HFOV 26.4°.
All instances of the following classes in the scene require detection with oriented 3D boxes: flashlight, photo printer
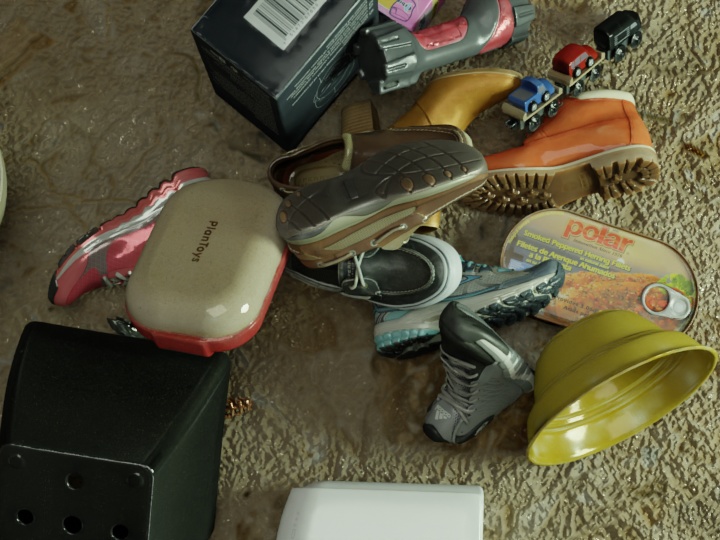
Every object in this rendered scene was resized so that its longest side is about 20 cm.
[{"bbox_3d":[0.081,-0.233,1.495,0.199,0.068,0.068,-20,54,-36],"label":"flashlight"},{"bbox_3d":[0.016,0.284,1.452,0.198,0.069,0.168,2,80,1],"label":"photo printer"}]

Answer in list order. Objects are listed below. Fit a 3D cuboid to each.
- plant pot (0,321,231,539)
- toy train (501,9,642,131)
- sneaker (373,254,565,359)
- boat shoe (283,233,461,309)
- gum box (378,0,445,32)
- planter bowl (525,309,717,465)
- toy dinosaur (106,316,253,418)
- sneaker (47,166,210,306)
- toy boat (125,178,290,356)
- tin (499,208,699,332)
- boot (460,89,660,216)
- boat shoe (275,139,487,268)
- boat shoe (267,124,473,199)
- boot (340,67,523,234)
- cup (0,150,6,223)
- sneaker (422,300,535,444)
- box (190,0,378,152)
[{"bbox_3d":[-0.235,0.183,1.380,0.197,0.178,0.202,9,111,2],"label":"plant pot"},{"bbox_3d":[0.210,-0.200,1.511,0.034,0.046,0.200,30,57,36],"label":"toy train"},{"bbox_3d":[0.097,0.015,1.475,0.198,0.078,0.087,-19,72,16],"label":"sneaker"},{"bbox_3d":[0.000,0.000,1.455,0.198,0.071,0.073,2,92,36],"label":"boat shoe"},{"bbox_3d":[0.001,-0.330,1.557,0.199,0.066,0.114,35,81,6],"label":"gum box"},{"bbox_3d":[0.225,0.095,1.430,0.199,0.201,0.084,-26,64,-4],"label":"planter bowl"},{"bbox_3d":[-0.208,0.112,1.489,0.198,0.102,0.137,6,95,-16],"label":"toy dinosaur"},{"bbox_3d":[-0.214,-0.016,1.505,0.199,0.074,0.087,-36,83,-5],"label":"sneaker"},{"bbox_3d":[-0.133,0.012,1.435,0.129,0.131,0.201,9,49,13],"label":"toy boat"},{"bbox_3d":[0.233,0.010,1.512,0.198,0.042,0.113,19,85,4],"label":"tin"},{"bbox_3d":[0.189,-0.119,1.527,0.198,0.075,0.108,-10,60,5],"label":"boot"},{"bbox_3d":[0.023,-0.059,1.403,0.198,0.072,0.076,-18,42,3],"label":"boat shoe"},{"bbox_3d":[0.005,-0.098,1.450,0.200,0.075,0.076,-14,69,21],"label":"boat shoe"},{"bbox_3d":[0.073,-0.110,1.504,0.199,0.071,0.146,-13,70,17],"label":"boot"},{"bbox_3d":[-0.425,-0.070,1.481,0.198,0.143,0.203,0,80,2],"label":"cup"},{"bbox_3d":[0.096,0.109,1.424,0.116,0.200,0.075,-47,59,1],"label":"sneaker"},{"bbox_3d":[-0.066,-0.222,1.473,0.107,0.200,0.149,39,82,8],"label":"box"}]
